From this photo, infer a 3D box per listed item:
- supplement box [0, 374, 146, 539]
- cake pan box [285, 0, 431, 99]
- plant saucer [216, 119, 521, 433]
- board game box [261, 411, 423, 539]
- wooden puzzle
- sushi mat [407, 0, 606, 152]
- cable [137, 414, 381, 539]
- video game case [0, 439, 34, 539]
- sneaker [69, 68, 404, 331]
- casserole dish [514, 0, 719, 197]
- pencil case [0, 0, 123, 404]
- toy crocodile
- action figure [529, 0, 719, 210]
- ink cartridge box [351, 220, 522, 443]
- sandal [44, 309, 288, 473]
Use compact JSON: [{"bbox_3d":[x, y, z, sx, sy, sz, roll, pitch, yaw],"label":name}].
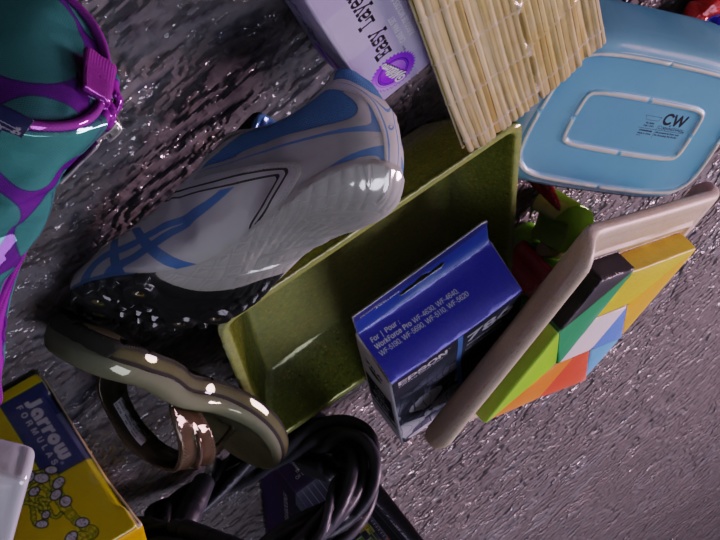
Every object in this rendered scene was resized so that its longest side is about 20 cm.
[{"bbox_3d":[-0.184,0.168,0.810,0.109,0.109,0.200,-31,153,-19],"label":"supplement box"},{"bbox_3d":[0.038,-0.177,0.618,0.184,0.052,0.200,-37,156,0],"label":"cake pan box"},{"bbox_3d":[0.000,0.000,0.851,0.200,0.048,0.200,-35,157,-12],"label":"plant saucer"},{"bbox_3d":[-0.006,0.215,1.063,0.057,0.165,0.200,-33,154,-19],"label":"board game box"},{"bbox_3d":[0.144,0.031,0.932,0.200,0.037,0.185,-22,152,-52],"label":"wooden puzzle"},{"bbox_3d":[0.070,-0.126,0.675,0.096,0.012,0.200,-40,157,-3],"label":"sushi mat"},{"bbox_3d":[-0.067,0.141,0.893,0.163,0.051,0.200,-24,-166,-14],"label":"cable"},{"bbox_3d":[-0.246,0.120,0.621,0.182,0.024,0.200,15,133,-10],"label":"video game case"},{"bbox_3d":[-0.061,-0.027,0.688,0.200,0.073,0.072,-27,144,30],"label":"sneaker"},{"bbox_3d":[0.154,-0.095,0.858,0.200,0.039,0.121,4,128,-34],"label":"casserole dish"},{"bbox_3d":[-0.161,-0.014,0.566,0.085,0.092,0.200,-80,-163,-51],"label":"pencil case"},{"bbox_3d":[0.099,0.029,1.018,0.062,0.068,0.200,2,131,-54],"label":"toy crocodile"},{"bbox_3d":[0.191,-0.119,0.928,0.200,0.052,0.065,-43,150,3],"label":"action figure"},{"bbox_3d":[0.050,0.045,0.892,0.099,0.039,0.200,-35,161,-7],"label":"ink cartridge box"},{"bbox_3d":[-0.111,0.077,0.789,0.201,0.080,0.057,37,73,-56],"label":"sandal"}]
